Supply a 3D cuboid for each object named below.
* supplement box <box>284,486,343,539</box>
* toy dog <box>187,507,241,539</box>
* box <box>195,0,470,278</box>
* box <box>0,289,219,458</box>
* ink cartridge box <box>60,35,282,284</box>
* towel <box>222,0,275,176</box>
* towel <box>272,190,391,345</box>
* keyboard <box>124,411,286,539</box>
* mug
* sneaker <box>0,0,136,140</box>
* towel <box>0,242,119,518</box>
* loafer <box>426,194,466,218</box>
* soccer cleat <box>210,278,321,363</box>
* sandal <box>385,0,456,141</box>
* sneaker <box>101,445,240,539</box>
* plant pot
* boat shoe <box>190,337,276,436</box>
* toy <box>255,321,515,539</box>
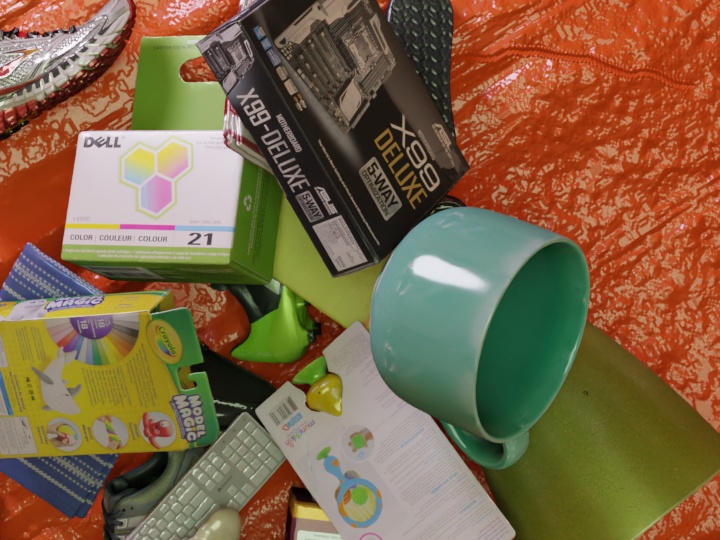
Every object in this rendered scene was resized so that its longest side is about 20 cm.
[{"bbox_3d":[-0.012,0.282,1.429,0.110,0.086,0.201,6,92,-4],"label":"supplement box"},{"bbox_3d":[-0.097,0.311,1.327,0.200,0.139,0.195,38,123,32],"label":"toy dog"},{"bbox_3d":[-0.015,-0.118,1.317,0.050,0.158,0.201,-20,106,39],"label":"box"},{"bbox_3d":[-0.202,0.077,1.337,0.199,0.048,0.118,-3,112,21],"label":"box"},{"bbox_3d":[-0.136,-0.095,1.362,0.147,0.076,0.201,1,78,23],"label":"ink cartridge box"},{"bbox_3d":[-0.042,-0.149,1.358,0.144,0.023,0.201,30,53,-40],"label":"towel"},{"bbox_3d":[0.000,0.000,1.373,0.200,0.018,0.086,34,91,4],"label":"towel"},{"bbox_3d":[-0.139,0.200,1.385,0.200,0.011,0.056,-48,112,-8],"label":"keyboard"},{"bbox_3d":[0.073,0.047,1.283,0.114,0.152,0.186,22,98,32],"label":"mug"},{"bbox_3d":[-0.264,-0.162,1.394,0.199,0.078,0.082,-31,93,-2],"label":"sneaker"},{"bbox_3d":[-0.237,0.090,1.392,0.144,0.024,0.200,33,119,0],"label":"towel"},{"bbox_3d":[0.049,0.037,1.428,0.072,0.072,0.201,14,91,-4],"label":"loafer"},{"bbox_3d":[-0.083,-0.024,1.423,0.081,0.068,0.201,-6,94,9],"label":"soccer cleat"},{"bbox_3d":[0.041,-0.130,1.440,0.075,0.045,0.201,9,78,-10],"label":"sandal"},{"bbox_3d":[-0.181,0.209,1.413,0.081,0.074,0.200,37,82,-25],"label":"sneaker"},{"bbox_3d":[0.159,0.120,1.400,0.187,0.187,0.200,-37,81,-2],"label":"plant pot"},{"bbox_3d":[-0.155,0.073,1.410,0.201,0.074,0.063,22,120,-2],"label":"boat shoe"},{"bbox_3d":[0.022,0.150,1.365,0.115,0.047,0.200,-41,79,18],"label":"toy"}]
